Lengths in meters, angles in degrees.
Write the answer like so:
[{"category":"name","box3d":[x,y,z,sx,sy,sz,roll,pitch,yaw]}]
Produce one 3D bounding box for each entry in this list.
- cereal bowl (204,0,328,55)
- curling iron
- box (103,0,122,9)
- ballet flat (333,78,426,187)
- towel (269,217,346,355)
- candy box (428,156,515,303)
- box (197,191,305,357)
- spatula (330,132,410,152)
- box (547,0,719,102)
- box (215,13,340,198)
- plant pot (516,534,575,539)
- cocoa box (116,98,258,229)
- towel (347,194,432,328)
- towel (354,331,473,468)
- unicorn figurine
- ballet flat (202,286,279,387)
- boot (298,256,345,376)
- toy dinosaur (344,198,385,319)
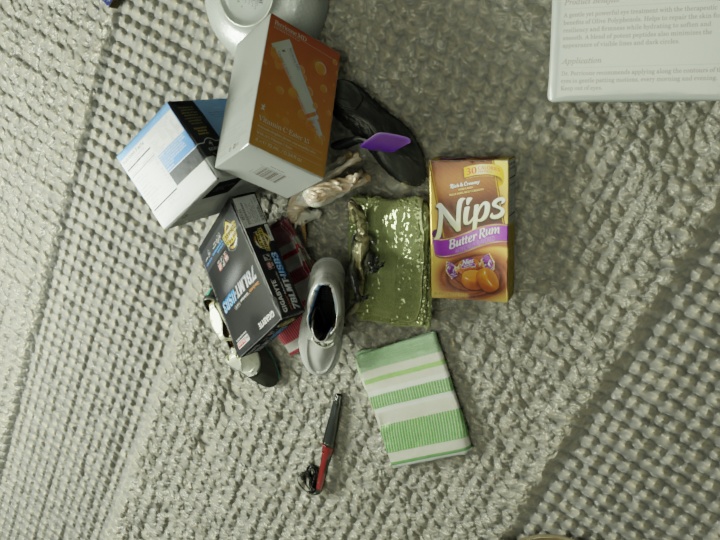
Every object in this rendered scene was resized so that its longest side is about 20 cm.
[{"category":"cereal bowl","box3d":[-0.149,-0.404,1.053,0.197,0.083,0.204,6,105,21]},{"category":"curling iron","box3d":[-0.065,0.300,1.230,0.049,0.026,0.203,22,111,12]},{"category":"box","box3d":[-0.434,-0.542,1.161,0.200,0.032,0.121,47,115,3]},{"category":"ballet flat","box3d":[0.027,-0.204,1.060,0.066,0.057,0.200,-42,91,-2]},{"category":"towel","box3d":[-0.121,0.031,1.173,0.143,0.023,0.202,-29,92,38]},{"category":"candy box","box3d":[0.160,-0.060,1.030,0.115,0.056,0.204,3,103,22]},{"category":"box","box3d":[-0.177,0.012,1.120,0.200,0.049,0.201,-39,70,55]},{"category":"spatula","box3d":[0.004,-0.178,1.005,0.199,0.056,0.021,19,102,63]},{"category":"box","box3d":[0.328,-0.285,0.823,0.196,0.200,0.174,5,107,22]},{"category":"box","box3d":[-0.112,-0.225,0.999,0.097,0.123,0.203,-18,60,49]},{"category":"plant pot","box3d":[0.290,0.533,1.070,0.197,0.201,0.176,-11,115,24]},{"category":"cocoa box","box3d":[-0.234,-0.167,1.083,0.133,0.200,0.132,-36,88,27]},{"category":"towel","box3d":[0.044,-0.014,1.090,0.146,0.036,0.204,6,106,32]},{"category":"towel","box3d":[0.084,0.209,1.150,0.151,0.023,0.203,-17,95,25]},{"category":"unicorn figurine","box3d":[-0.055,-0.118,1.072,0.136,0.200,0.074,-34,84,-1]},{"category":"ballet flat","box3d":[-0.211,0.120,1.221,0.068,0.068,0.202,-29,91,32]},{"category":"boot","box3d":[-0.061,0.087,1.078,0.072,0.096,0.203,5,114,2]},{"category":"toy dinosaur","box3d":[0.000,0.000,1.063,0.047,0.088,0.203,0,114,-14]}]
